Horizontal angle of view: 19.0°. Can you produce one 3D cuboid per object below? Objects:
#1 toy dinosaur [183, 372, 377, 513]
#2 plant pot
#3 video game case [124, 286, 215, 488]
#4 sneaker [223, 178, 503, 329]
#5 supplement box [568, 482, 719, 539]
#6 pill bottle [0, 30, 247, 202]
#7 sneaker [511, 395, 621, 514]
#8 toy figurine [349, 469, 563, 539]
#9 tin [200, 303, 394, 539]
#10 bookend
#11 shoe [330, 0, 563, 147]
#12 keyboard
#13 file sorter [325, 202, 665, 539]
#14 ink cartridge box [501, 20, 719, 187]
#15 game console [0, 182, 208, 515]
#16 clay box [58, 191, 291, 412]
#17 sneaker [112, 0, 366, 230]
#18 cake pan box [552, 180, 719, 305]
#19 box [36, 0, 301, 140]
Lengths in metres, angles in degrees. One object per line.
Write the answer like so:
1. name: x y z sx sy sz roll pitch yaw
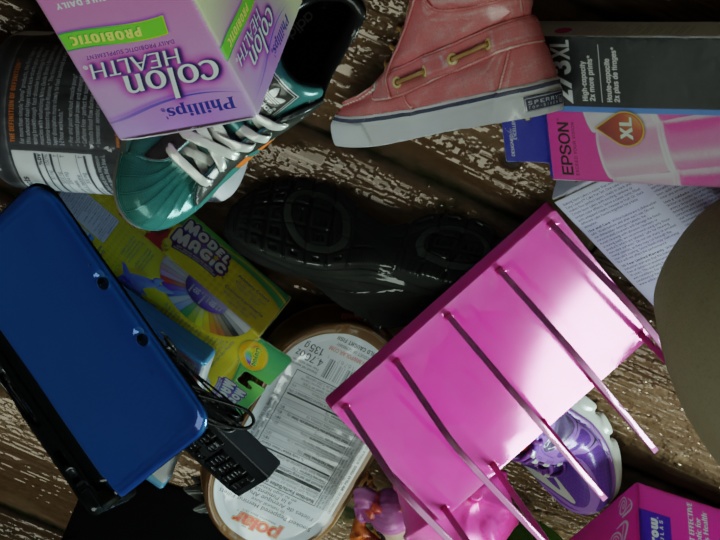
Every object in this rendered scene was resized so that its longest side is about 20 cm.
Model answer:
1. toy dinosaur: -0.062 0.128 1.640 0.136 0.102 0.200 -39 92 25
2. plant pot: 0.256 0.026 1.299 0.134 0.200 0.201 41 147 30
3. video game case: -0.184 0.072 1.584 0.143 0.018 0.200 34 146 7
4. sneaker: 0.000 0.000 1.496 0.199 0.076 0.091 15 142 5
5. supplement box: 0.264 0.249 1.614 0.199 0.102 0.103 18 140 -19
6. pill bottle: -0.178 -0.104 1.421 0.198 0.107 0.107 5 136 15
7. sneaker: 0.120 0.118 1.568 0.080 0.084 0.200 -16 129 32
8. toy figurine: 0.054 0.197 1.608 0.198 0.151 0.185 4 144 20
9. tin: -0.043 0.119 1.587 0.111 0.042 0.201 27 106 -11
10. bookend: -0.150 0.283 1.828 0.197 0.092 0.201 16 139 5
11. shoe: 0.046 -0.132 1.350 0.199 0.071 0.092 -6 97 53
12. keyboard: -0.147 0.087 1.515 0.200 0.040 0.104 42 146 -5
13. file sorter: 0.109 0.090 1.426 0.200 0.126 0.139 -41 125 2
14. ink cartridge box: 0.167 -0.102 1.312 0.199 0.037 0.095 5 115 31
15. game console: -0.189 0.053 1.481 0.118 0.171 0.201 -35 86 3
16. clay box: -0.135 0.010 1.526 0.200 0.048 0.115 40 144 -4
17. sneaker: -0.073 -0.105 1.312 0.071 0.200 0.080 42 172 -23
18. cake pan box: 0.254 -0.038 1.384 0.199 0.053 0.184 -27 124 38
19. box: -0.117 -0.211 1.235 0.096 0.177 0.201 -8 133 25
